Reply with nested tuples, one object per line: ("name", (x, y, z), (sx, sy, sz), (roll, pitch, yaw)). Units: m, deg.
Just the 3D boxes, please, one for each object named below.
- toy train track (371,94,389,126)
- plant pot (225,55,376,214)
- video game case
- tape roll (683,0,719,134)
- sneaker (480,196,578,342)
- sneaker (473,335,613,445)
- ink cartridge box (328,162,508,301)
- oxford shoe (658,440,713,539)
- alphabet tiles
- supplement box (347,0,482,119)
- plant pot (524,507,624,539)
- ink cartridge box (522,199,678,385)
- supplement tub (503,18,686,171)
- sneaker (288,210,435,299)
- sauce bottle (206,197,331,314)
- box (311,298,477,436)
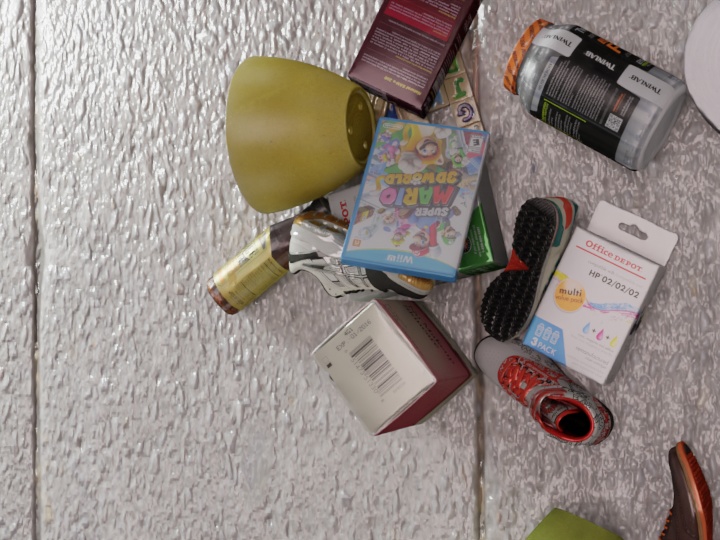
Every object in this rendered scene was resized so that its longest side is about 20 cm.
("toy train track", (0.024, -0.230, 1.783), (0.114, 0.032, 0.202), (16, 92, 20))
("plant pot", (-0.063, -0.176, 1.725), (0.141, 0.200, 0.202), (-2, 87, 24))
("video game case", (0.068, -0.089, 1.654), (0.142, 0.018, 0.202), (9, 66, 14))
("tape roll", (0.484, -0.244, 1.608), (0.198, 0.066, 0.202), (-1, 87, 19))
("sneaker", (0.218, -0.002, 1.689), (0.070, 0.093, 0.201), (34, 120, 32))
("sneaker", (0.216, 0.143, 1.668), (0.201, 0.108, 0.068), (36, 100, 18))
("ink cartridge box", (0.072, -0.052, 1.740), (0.198, 0.083, 0.148), (-16, 82, 19))
("oxford shoe", (0.383, 0.305, 1.624), (0.072, 0.071, 0.202), (-12, 84, 24))
("alphabet tiles", (0.053, -0.209, 1.793), (0.199, 0.008, 0.169), (-19, 82, 18))
("supplement box", (0.076, -0.308, 1.739), (0.108, 0.061, 0.201), (26, 88, 11))
("plant pot", (0.234, 0.395, 1.632), (0.186, 0.187, 0.201), (22, 80, 19))
("ink cartridge box", (0.293, 0.024, 1.666), (0.114, 0.068, 0.201), (26, 97, 18))
("supplement tub", (0.280, -0.217, 1.651), (0.199, 0.122, 0.123), (31, 98, 17))
("sneaker", (0.000, 0.000, 1.693), (0.199, 0.076, 0.088), (25, 114, 22))
("sauce bottle", (-0.115, -0.023, 1.818), (0.200, 0.066, 0.066), (-40, 76, 12))
("box", (0.046, 0.116, 1.681), (0.109, 0.200, 0.128), (-41, 77, 14))
